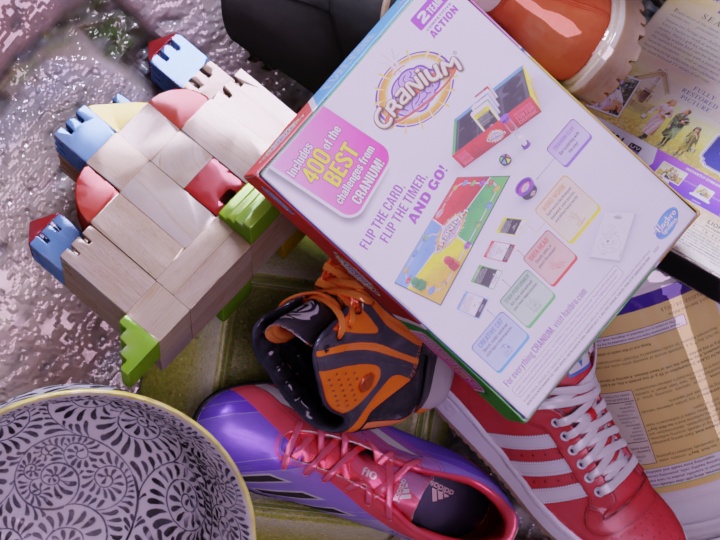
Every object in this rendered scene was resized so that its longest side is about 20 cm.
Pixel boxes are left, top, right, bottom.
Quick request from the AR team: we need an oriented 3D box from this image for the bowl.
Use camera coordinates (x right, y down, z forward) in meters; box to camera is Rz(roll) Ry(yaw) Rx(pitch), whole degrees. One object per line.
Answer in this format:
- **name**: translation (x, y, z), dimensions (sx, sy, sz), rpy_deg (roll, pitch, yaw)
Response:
- **bowl**: translation (-0.163, 0.137, 1.646), dimensions (0.200, 0.094, 0.202), rpy_deg (-4, 114, -10)

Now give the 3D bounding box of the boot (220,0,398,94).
- **boot**: translation (-0.006, -0.107, 1.705), dimensions (0.200, 0.138, 0.078), rpy_deg (80, 31, -45)

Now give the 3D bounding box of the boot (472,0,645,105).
- **boot**: translation (0.097, -0.183, 1.663), dimensions (0.107, 0.200, 0.075), rpy_deg (29, 117, -20)

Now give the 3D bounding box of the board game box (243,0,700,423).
- **board game box**: translation (0.061, -0.040, 1.580), dimensions (0.200, 0.040, 0.153), rpy_deg (43, 81, -9)

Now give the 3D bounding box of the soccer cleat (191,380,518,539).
- **soccer cleat**: translation (-0.001, 0.114, 1.676), dimensions (0.199, 0.073, 0.068), rpy_deg (21, 91, -22)

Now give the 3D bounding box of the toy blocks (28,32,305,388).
- **toy blocks**: translation (-0.111, -0.047, 1.641), dimensions (0.137, 0.100, 0.200), rpy_deg (39, 74, 12)

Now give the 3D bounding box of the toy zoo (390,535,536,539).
- **toy zoo**: translation (0.117, 0.220, 1.753), dimensions (0.199, 0.132, 0.020), rpy_deg (7, 138, -35)

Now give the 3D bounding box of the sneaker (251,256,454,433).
- **sneaker**: translation (0.000, 0.000, 1.618), dimensions (0.112, 0.077, 0.201), rpy_deg (-16, 113, -39)

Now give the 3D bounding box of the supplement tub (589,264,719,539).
- **supplement tub**: translation (0.191, 0.064, 1.756), dimensions (0.145, 0.145, 0.201), rpy_deg (-24, 105, -16)

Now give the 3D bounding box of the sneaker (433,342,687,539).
- **sneaker**: translation (0.126, 0.083, 1.663), dimensions (0.200, 0.113, 0.071), rpy_deg (43, 45, 5)

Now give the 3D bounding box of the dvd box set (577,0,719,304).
- **dvd box set**: translation (0.207, -0.087, 1.699), dimensions (0.200, 0.146, 0.029), rpy_deg (-48, 153, -24)

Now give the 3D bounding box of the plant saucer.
- **plant saucer**: translation (-0.028, 0.075, 1.726), dimensions (0.199, 0.048, 0.201), rpy_deg (8, 94, -22)
